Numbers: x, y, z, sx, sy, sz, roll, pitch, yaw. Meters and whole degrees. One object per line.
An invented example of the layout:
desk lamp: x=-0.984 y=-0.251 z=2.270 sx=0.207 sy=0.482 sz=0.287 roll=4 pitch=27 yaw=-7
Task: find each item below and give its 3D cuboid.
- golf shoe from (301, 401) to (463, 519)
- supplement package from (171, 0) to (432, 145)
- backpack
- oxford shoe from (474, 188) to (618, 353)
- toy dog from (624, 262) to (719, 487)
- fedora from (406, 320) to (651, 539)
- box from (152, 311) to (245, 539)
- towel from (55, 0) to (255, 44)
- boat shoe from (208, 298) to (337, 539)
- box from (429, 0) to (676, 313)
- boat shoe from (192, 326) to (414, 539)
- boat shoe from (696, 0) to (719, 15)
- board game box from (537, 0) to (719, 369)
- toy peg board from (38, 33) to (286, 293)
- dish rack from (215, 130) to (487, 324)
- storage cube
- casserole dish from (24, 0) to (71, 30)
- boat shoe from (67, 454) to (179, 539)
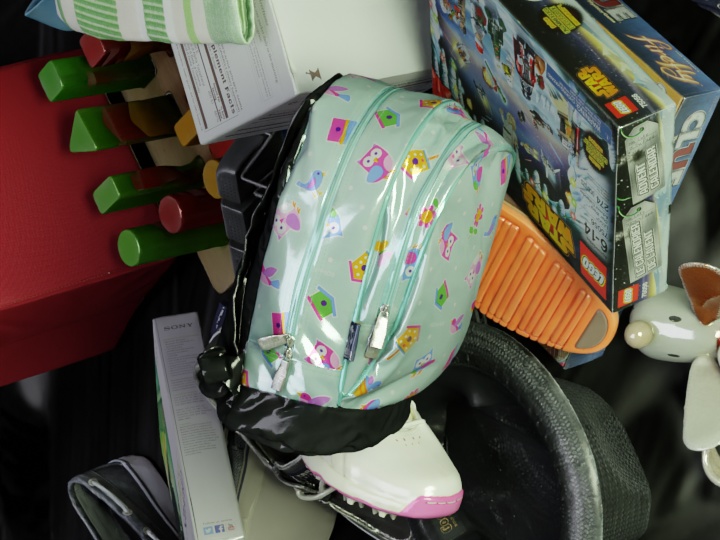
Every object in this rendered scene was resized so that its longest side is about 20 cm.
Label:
golf shoe: x=-0.003 y=0.075 z=1.614 sx=0.200 sy=0.075 sz=0.092 roll=39 pitch=124 yaw=45
supplement package: x=-0.036 y=-0.196 z=1.637 sx=0.111 sy=0.155 sz=0.201 roll=-21 pitch=84 yaw=52
backpack: x=0.003 y=-0.006 z=1.497 sx=0.126 sy=0.167 sz=0.201 roll=19 pitch=105 yaw=11
oxford shoe: x=0.078 y=-0.032 z=1.571 sx=0.200 sy=0.073 sz=0.071 roll=41 pitch=129 yaw=10
toy dog: x=0.212 y=0.055 z=1.463 sx=0.200 sy=0.096 sz=0.132 roll=-17 pitch=87 yaw=50
fedora: x=0.106 y=0.119 z=1.608 sx=0.200 sy=0.091 sz=0.201 roll=17 pitch=110 yaw=54
box: x=-0.108 y=0.149 z=1.823 sx=0.145 sy=0.036 sz=0.200 roll=91 pitch=170 yaw=-46
towel: x=-0.131 y=-0.211 z=1.609 sx=0.200 sy=0.023 sz=0.153 roll=7 pitch=107 yaw=52
boat shoe: x=-0.064 y=0.112 z=1.837 sx=0.093 sy=0.074 sz=0.201 roll=39 pitch=127 yaw=54
box: x=0.102 y=-0.090 z=1.485 sx=0.200 sy=0.040 sz=0.137 roll=52 pitch=157 yaw=40
boat shoe: x=-0.029 y=0.118 z=1.734 sx=0.200 sy=0.064 sz=0.071 roll=43 pitch=126 yaw=-5
boat shoe: x=0.172 y=-0.168 z=1.437 sx=0.200 sy=0.093 sz=0.075 roll=33 pitch=124 yaw=40
board game box: x=0.122 y=-0.062 z=1.585 sx=0.136 sy=0.035 sz=0.200 roll=47 pitch=132 yaw=31
toy peg board: x=-0.113 y=-0.108 z=1.800 sx=0.199 sy=0.098 sz=0.200 roll=-42 pitch=69 yaw=47
dish rack: x=0.000 y=0.000 z=1.689 sx=0.200 sy=0.055 sz=0.154 roll=23 pitch=144 yaw=27
storage cube: x=-0.261 y=-0.029 z=1.912 sx=0.200 sy=0.179 sz=0.171 roll=64 pitch=150 yaw=16
casserole dish: x=-0.153 y=-0.226 z=1.812 sx=0.039 sy=0.121 sz=0.200 roll=41 pitch=139 yaw=-13
boat shoe: x=-0.144 y=0.220 z=1.953 sx=0.200 sy=0.068 sz=0.072 roll=55 pitch=136 yaw=24
